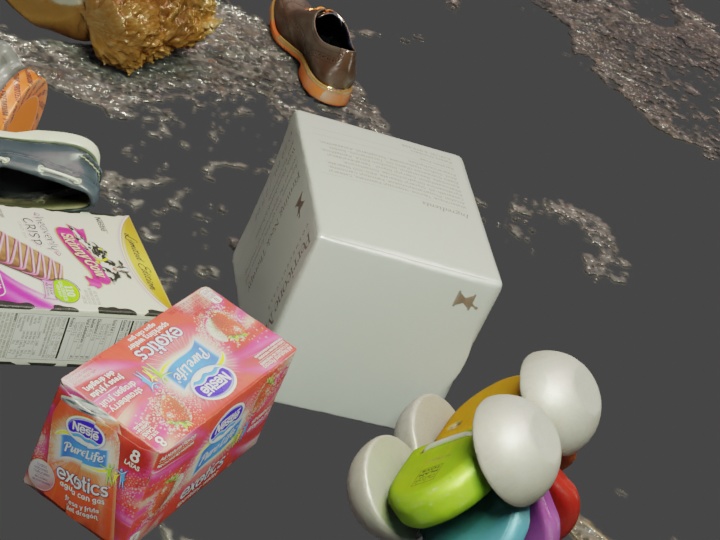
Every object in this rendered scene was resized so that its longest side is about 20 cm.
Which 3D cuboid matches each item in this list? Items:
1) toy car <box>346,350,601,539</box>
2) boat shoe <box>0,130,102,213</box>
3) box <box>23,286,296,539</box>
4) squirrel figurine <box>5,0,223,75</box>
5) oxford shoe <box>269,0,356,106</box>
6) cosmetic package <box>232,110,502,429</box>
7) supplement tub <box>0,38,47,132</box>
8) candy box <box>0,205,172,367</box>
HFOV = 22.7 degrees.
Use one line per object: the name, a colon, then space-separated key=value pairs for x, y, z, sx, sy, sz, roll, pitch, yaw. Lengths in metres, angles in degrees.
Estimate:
toy car: x=0.101 y=0.165 z=1.375 sx=0.151 sy=0.174 sz=0.200 roll=63 pitch=33 yaw=-6
boat shoe: x=-0.313 y=-0.073 z=1.474 sx=0.197 sy=0.075 sz=0.062 roll=3 pitch=45 yaw=-10
box: x=-0.143 y=0.105 z=1.314 sx=0.095 sy=0.100 sz=0.200 roll=32 pitch=30 yaw=14
squirrel figurine: x=-0.241 y=-0.291 z=1.857 sx=0.200 sy=0.142 sz=0.186 roll=47 pitch=24 yaw=9
oxford shoe: x=-0.045 y=-0.264 z=1.983 sx=0.071 sy=0.073 sz=0.201 roll=4 pitch=36 yaw=-30
cosmetic package: x=0.000 y=0.000 z=1.514 sx=0.165 sy=0.168 sz=0.201 roll=15 pitch=31 yaw=-18
supplement tub: x=-0.378 y=-0.167 z=1.541 sx=0.198 sy=0.123 sz=0.123 roll=27 pitch=30 yaw=3
candy box: x=-0.261 y=0.011 z=1.413 sx=0.198 sy=0.061 sz=0.137 roll=5 pitch=35 yaw=-32
